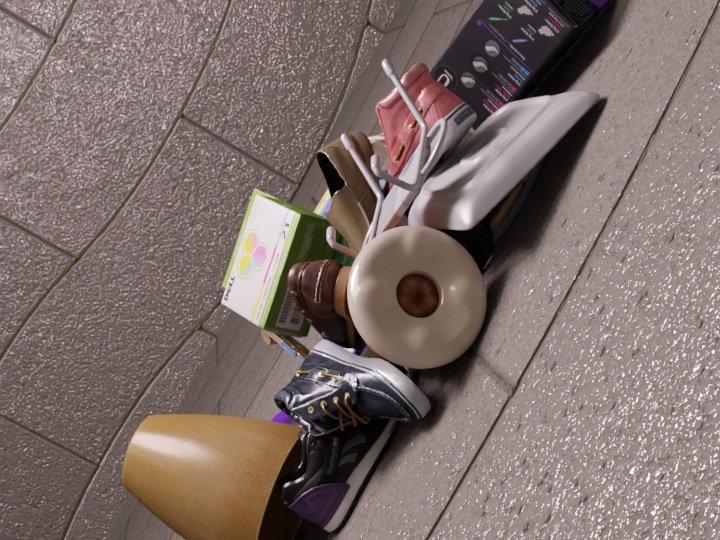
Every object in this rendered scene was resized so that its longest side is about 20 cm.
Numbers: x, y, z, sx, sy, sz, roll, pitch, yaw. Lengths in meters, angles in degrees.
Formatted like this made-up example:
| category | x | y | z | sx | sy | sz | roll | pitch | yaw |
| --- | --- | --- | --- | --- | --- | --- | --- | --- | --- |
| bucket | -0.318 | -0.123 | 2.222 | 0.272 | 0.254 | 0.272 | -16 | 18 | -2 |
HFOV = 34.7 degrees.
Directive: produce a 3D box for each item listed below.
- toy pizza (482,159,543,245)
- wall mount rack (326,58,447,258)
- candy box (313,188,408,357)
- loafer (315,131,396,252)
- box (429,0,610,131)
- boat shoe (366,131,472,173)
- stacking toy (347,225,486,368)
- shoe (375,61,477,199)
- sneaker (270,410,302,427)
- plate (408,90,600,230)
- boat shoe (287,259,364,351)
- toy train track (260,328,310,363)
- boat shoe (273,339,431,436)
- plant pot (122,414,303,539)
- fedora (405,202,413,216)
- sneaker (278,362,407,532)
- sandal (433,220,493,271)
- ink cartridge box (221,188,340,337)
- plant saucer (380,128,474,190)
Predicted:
| category | x | y | z | sx | sy | sz | roll | pitch | yaw |
| --- | --- | --- | --- | --- | --- | --- | --- | --- | --- |
| toy pizza | 0.152 | -0.097 | 1.327 | 0.202 | 0.031 | 0.201 | -58 | 11 | 18 |
| wall mount rack | 0.022 | -0.114 | 1.217 | 0.175 | 0.074 | 0.201 | -80 | 17 | -44 |
| candy box | 0.000 | 0.000 | 1.435 | 0.170 | 0.076 | 0.200 | -58 | 43 | 15 |
| loafer | -0.006 | -0.062 | 1.329 | 0.076 | 0.066 | 0.203 | 123 | 135 | -62 |
| box | 0.184 | -0.274 | 1.345 | 0.122 | 0.106 | 0.200 | -41 | -6 | -43 |
| boat shoe | 0.073 | -0.144 | 1.412 | 0.198 | 0.066 | 0.075 | 3 | 98 | 38 |
| stacking toy | 0.041 | 0.049 | 1.228 | 0.148 | 0.144 | 0.200 | -65 | 3 | -21 |
| shoe | 0.055 | -0.148 | 1.307 | 0.071 | 0.091 | 0.200 | -37 | -10 | -34 |
| sneaker | -0.051 | 0.179 | 1.496 | 0.199 | 0.069 | 0.100 | -27 | 33 | 58 |
| plate | 0.140 | -0.123 | 1.230 | 0.199 | 0.032 | 0.200 | -45 | 14 | -9 |
| boat shoe | -0.031 | 0.034 | 1.250 | 0.200 | 0.069 | 0.072 | 70 | -150 | -67 |
| toy train track | -0.054 | 0.128 | 1.401 | 0.199 | 0.114 | 0.033 | 35 | 113 | 36 |
| boat shoe | -0.011 | 0.140 | 1.213 | 0.091 | 0.071 | 0.199 | -47 | 30 | -18 |
| plant pot | -0.175 | 0.247 | 1.372 | 0.186 | 0.197 | 0.189 | 18 | -90 | -77 |
| fedora | 0.041 | -0.047 | 1.561 | 0.178 | 0.089 | 0.201 | -57 | 11 | 20 |
| sneaker | -0.020 | 0.182 | 1.272 | 0.202 | 0.087 | 0.076 | -62 | 10 | -5 |
| sandal | 0.081 | 0.007 | 1.290 | 0.201 | 0.074 | 0.045 | -56 | 8 | 38 |
| ink cartridge box | -0.128 | -0.020 | 1.465 | 0.199 | 0.075 | 0.150 | 25 | 98 | 47 |
| plant saucer | 0.092 | -0.162 | 1.523 | 0.198 | 0.036 | 0.201 | -28 | 23 | 13 |
